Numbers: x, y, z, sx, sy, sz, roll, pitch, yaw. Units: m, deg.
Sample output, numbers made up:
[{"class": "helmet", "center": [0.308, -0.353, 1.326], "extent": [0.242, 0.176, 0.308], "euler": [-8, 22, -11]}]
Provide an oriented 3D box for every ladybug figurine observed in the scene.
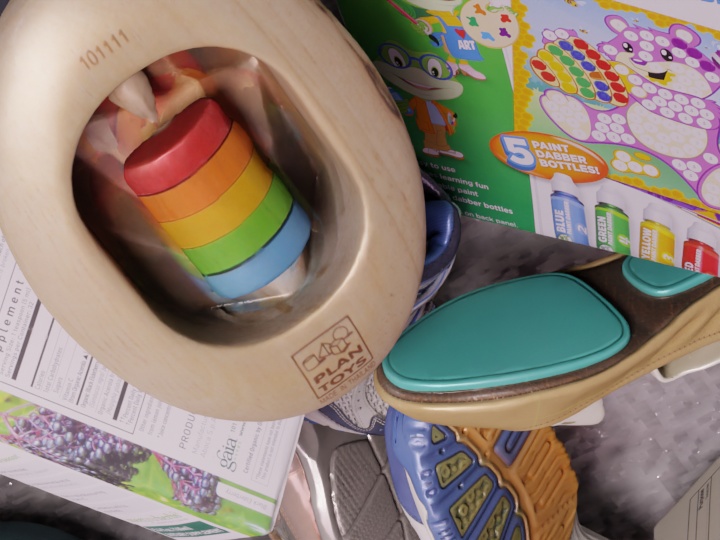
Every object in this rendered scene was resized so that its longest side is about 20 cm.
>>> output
[{"class": "ladybug figurine", "center": [-0.055, -0.033, 0.835], "extent": [0.136, 0.072, 0.200], "euler": [-36, 124, -5]}]

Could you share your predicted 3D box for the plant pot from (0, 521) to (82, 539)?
[{"class": "plant pot", "center": [-0.159, 0.190, 1.087], "extent": [0.199, 0.135, 0.201], "euler": [3, 123, 5]}]

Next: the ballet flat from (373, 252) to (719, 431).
[{"class": "ballet flat", "center": [0.101, 0.026, 0.948], "extent": [0.200, 0.069, 0.063], "euler": [-23, 129, -14]}]

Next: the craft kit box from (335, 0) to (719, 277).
[{"class": "craft kit box", "center": [0.085, -0.082, 0.855], "extent": [0.200, 0.049, 0.198], "euler": [14, 143, 31]}]

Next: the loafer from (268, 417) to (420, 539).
[{"class": "loafer", "center": [-0.032, 0.066, 1.038], "extent": [0.063, 0.072, 0.200], "euler": [-6, 122, 36]}]

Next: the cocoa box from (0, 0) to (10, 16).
[{"class": "cocoa box", "center": [-0.192, -0.165, 0.858], "extent": [0.200, 0.134, 0.131], "euler": [38, 120, -18]}]

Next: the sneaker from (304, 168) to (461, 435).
[{"class": "sneaker", "center": [0.000, 0.000, 0.948], "extent": [0.085, 0.077, 0.200], "euler": [13, 145, 35]}]

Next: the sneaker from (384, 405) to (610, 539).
[{"class": "sneaker", "center": [0.050, 0.110, 1.022], "extent": [0.088, 0.075, 0.200], "euler": [14, 149, 45]}]

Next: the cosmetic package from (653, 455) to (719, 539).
[{"class": "cosmetic package", "center": [0.198, 0.086, 0.970], "extent": [0.071, 0.105, 0.200], "euler": [30, 124, -11]}]

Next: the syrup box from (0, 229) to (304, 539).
[{"class": "syrup box", "center": [-0.123, 0.029, 0.895], "extent": [0.200, 0.082, 0.079], "euler": [23, 161, -23]}]
